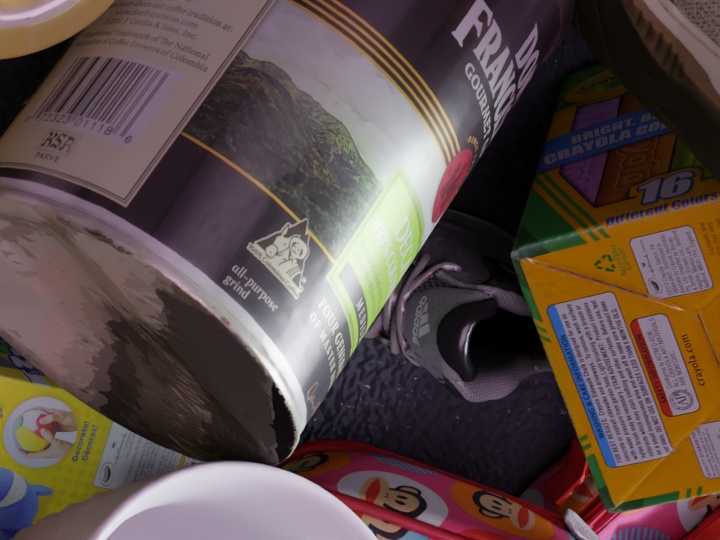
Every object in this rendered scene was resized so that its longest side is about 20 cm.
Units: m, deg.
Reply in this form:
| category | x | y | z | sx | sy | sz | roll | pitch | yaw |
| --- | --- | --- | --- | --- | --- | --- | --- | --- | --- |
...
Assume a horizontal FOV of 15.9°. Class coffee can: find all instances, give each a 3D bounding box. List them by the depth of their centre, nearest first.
| category | x | y | z | sx | sy | sz | roll | pitch | yaw |
| --- | --- | --- | --- | --- | --- | --- | --- | --- | --- |
| coffee can | -0.035 | -0.052 | 0.911 | 0.146 | 0.146 | 0.200 | 47 | 62 | -27 |

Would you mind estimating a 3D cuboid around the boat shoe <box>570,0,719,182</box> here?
| category | x | y | z | sx | sy | sz | roll | pitch | yaw |
| --- | --- | --- | --- | --- | --- | --- | --- | --- | --- |
| boat shoe | 0.126 | -0.089 | 0.912 | 0.066 | 0.201 | 0.072 | -30 | 146 | -10 |

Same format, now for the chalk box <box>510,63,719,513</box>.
| category | x | y | z | sx | sy | sz | roll | pitch | yaw |
| --- | --- | --- | --- | --- | --- | --- | --- | --- | --- |
| chalk box | 0.148 | -0.018 | 1.025 | 0.124 | 0.200 | 0.125 | -14 | 115 | 20 |

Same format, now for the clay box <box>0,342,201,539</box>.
| category | x | y | z | sx | sy | sz | roll | pitch | yaw |
| --- | --- | --- | --- | --- | --- | --- | --- | --- | --- |
| clay box | -0.162 | 0.084 | 1.004 | 0.200 | 0.048 | 0.115 | 15 | 104 | -23 |

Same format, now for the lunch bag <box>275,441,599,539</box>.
| category | x | y | z | sx | sy | sz | roll | pitch | yaw |
| --- | --- | --- | --- | --- | --- | --- | --- | --- | --- |
| lunch bag | 0.019 | 0.182 | 1.043 | 0.176 | 0.082 | 0.200 | 19 | 106 | 4 |

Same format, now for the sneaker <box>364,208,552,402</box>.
| category | x | y | z | sx | sy | sz | roll | pitch | yaw |
| --- | --- | --- | --- | --- | --- | --- | --- | --- | --- |
| sneaker | 0.000 | 0.000 | 0.998 | 0.200 | 0.115 | 0.075 | 13 | 103 | -24 |

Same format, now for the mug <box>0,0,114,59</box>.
| category | x | y | z | sx | sy | sz | roll | pitch | yaw |
| --- | --- | --- | --- | --- | --- | --- | --- | --- | --- |
| mug | -0.134 | -0.123 | 0.886 | 0.149 | 0.153 | 0.187 | -16 | 113 | -15 |

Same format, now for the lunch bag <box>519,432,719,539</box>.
| category | x | y | z | sx | sy | sz | roll | pitch | yaw |
| --- | --- | --- | --- | --- | --- | --- | --- | --- | --- |
| lunch bag | 0.166 | 0.102 | 1.119 | 0.200 | 0.082 | 0.176 | -40 | 112 | -1 |

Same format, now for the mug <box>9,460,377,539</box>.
| category | x | y | z | sx | sy | sz | roll | pitch | yaw |
| --- | --- | --- | --- | --- | --- | --- | --- | --- | --- |
| mug | -0.106 | 0.154 | 0.911 | 0.200 | 0.175 | 0.148 | 1 | 77 | -34 |
